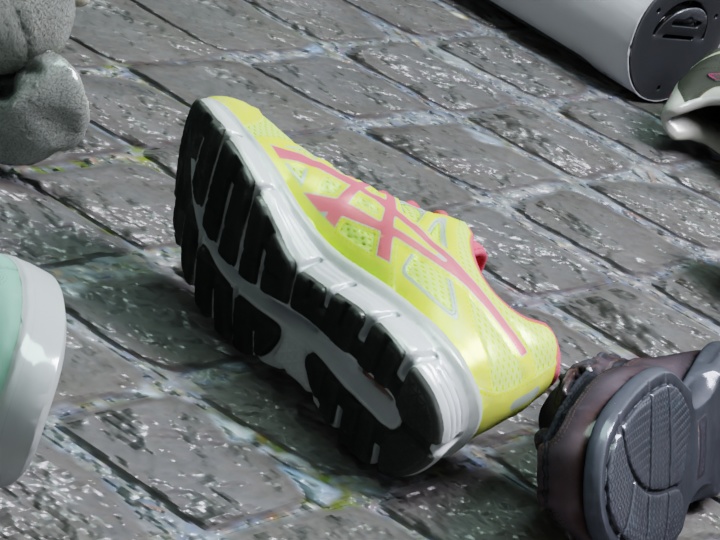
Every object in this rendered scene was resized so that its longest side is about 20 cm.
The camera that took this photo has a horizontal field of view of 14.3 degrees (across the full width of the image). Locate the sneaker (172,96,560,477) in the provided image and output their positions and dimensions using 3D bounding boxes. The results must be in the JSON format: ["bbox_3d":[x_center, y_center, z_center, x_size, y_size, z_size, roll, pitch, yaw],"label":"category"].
[{"bbox_3d":[0.000,0.000,1.088,0.090,0.078,0.200,-16,48,-32],"label":"sneaker"}]

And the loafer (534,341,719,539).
[{"bbox_3d":[0.094,0.064,1.062,0.063,0.072,0.200,5,8,22],"label":"loafer"}]

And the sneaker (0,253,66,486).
[{"bbox_3d":[-0.173,0.010,0.924,0.118,0.074,0.200,15,10,-30],"label":"sneaker"}]

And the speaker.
[{"bbox_3d":[0.118,-0.174,1.654,0.081,0.081,0.200,-2,29,-45],"label":"speaker"}]

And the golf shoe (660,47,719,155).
[{"bbox_3d":[0.253,-0.056,1.511,0.200,0.077,0.088,28,42,29],"label":"golf shoe"}]

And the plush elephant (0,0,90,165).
[{"bbox_3d":[-0.160,-0.137,1.208,0.154,0.165,0.200,18,44,39],"label":"plush elephant"}]
